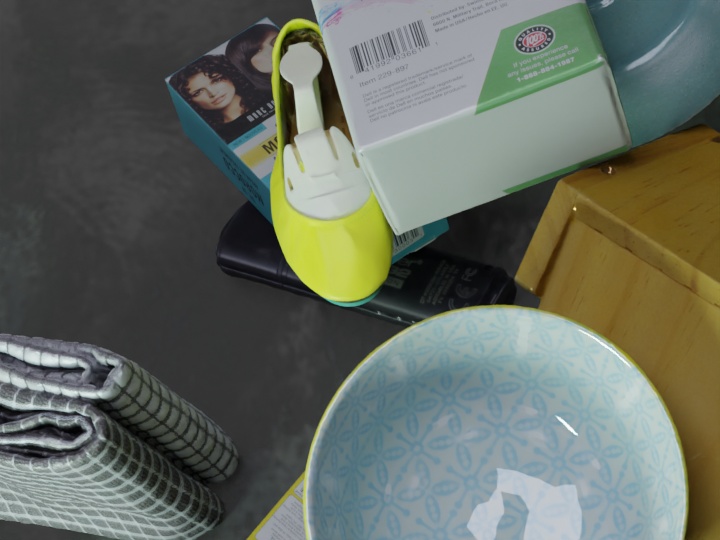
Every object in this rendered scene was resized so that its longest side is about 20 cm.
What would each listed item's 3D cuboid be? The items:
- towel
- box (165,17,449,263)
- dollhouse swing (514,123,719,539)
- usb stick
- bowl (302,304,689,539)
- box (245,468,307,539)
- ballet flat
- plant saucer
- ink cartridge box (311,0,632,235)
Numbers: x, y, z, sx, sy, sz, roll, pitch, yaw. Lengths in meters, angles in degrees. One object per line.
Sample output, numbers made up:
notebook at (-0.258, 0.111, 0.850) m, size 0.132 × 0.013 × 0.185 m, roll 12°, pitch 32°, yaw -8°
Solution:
towel at (-0.192, 0.097, 1.439) m, size 0.199 × 0.166 × 0.086 m, roll 6°, pitch 72°, yaw 28°
box at (-0.034, -0.072, 1.501) m, size 0.082 × 0.049 × 0.200 m, roll -33°, pitch 47°, yaw -13°
dollhouse swing at (0.196, 0.057, 1.359) m, size 0.181 × 0.177 × 0.200 m, roll -22°, pitch 43°, yaw -39°
usb stick at (0.000, 0.000, 1.481) m, size 0.199 × 0.033 × 0.056 m, roll 16°, pitch 61°, yaw 31°
bowl at (0.073, 0.128, 1.297) m, size 0.198 × 0.108 × 0.202 m, roll -1°, pitch 75°, yaw 4°
box at (-0.050, 0.225, 1.375) m, size 0.200 × 0.048 × 0.117 m, roll -48°, pitch 56°, yaw -7°
ballet flat at (-0.024, -0.069, 1.412) m, size 0.066 × 0.067 × 0.201 m, roll -12°, pitch 46°, yaw 2°
plant saucer at (0.140, -0.161, 1.445) m, size 0.199 × 0.036 × 0.201 m, roll -12°, pitch 57°, yaw 20°
ink cartridge box at (0.054, -0.139, 1.386) m, size 0.144 × 0.088 × 0.201 m, roll -21°, pitch 53°, yaw 6°
